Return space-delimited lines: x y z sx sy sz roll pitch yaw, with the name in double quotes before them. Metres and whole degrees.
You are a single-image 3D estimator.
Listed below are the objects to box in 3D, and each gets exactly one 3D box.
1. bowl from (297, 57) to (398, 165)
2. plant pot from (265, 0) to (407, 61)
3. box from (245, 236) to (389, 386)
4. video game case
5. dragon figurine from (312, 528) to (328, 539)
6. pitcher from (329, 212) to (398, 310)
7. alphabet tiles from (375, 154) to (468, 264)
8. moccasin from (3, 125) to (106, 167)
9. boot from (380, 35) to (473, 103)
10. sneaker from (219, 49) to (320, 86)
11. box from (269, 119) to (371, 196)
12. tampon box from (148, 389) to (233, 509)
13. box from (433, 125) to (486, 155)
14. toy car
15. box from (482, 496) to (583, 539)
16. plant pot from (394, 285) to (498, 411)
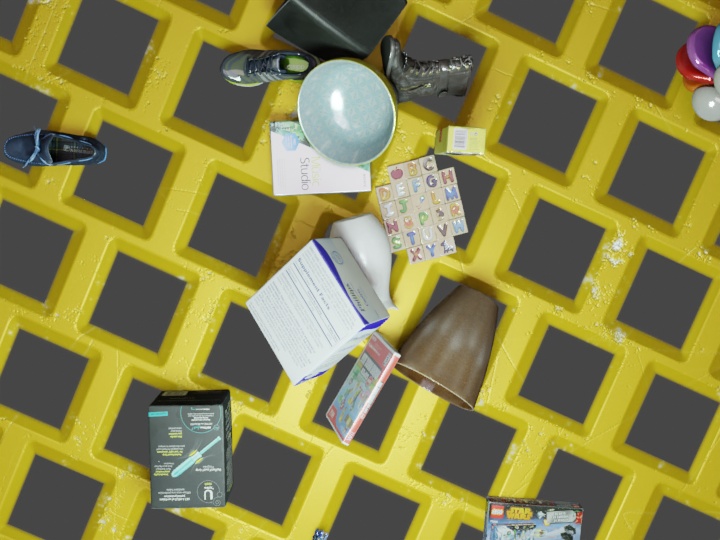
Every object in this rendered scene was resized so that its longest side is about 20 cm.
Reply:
"bowl" -0.011 -0.311 1.622 0.197 0.108 0.203 10 121 17
"plant pot" -0.032 -0.493 1.598 0.177 0.200 0.201 38 79 -15
"box" -0.078 0.072 1.561 0.200 0.104 0.185 -40 74 28
"video game case" 0.003 0.227 1.689 0.017 0.143 0.202 29 93 -20
"dragon figurine" -0.058 0.626 1.760 0.098 0.059 0.204 1 94 -2
"pitcher" 0.000 0.000 1.658 0.119 0.171 0.203 -11 97 20
"alphabet tiles" 0.124 -0.122 1.732 0.164 0.006 0.203 -14 95 0
"moccasin" -0.597 -0.243 1.669 0.196 0.068 0.082 -3 95 -1
"boot" 0.128 -0.386 1.629 0.171 0.200 0.070 -9 68 2
"sneaker" -0.175 -0.399 1.663 0.196 0.081 0.075 -5 94 -1
"box" -0.078 -0.225 1.703 0.196 0.036 0.147 -3 94 -3
"tampon box" -0.332 0.349 1.696 0.147 0.126 0.204 0 95 -1
"box" 0.186 -0.243 1.628 0.074 0.200 0.051 3 97 -1
"toy car" 0.683 -0.402 1.637 0.148 0.200 0.177 28 75 2
"box" 0.353 0.545 1.776 0.196 0.040 0.139 5 95 -2
"plant pot" 0.184 0.138 1.684 0.185 0.187 0.202 30 79 -4
